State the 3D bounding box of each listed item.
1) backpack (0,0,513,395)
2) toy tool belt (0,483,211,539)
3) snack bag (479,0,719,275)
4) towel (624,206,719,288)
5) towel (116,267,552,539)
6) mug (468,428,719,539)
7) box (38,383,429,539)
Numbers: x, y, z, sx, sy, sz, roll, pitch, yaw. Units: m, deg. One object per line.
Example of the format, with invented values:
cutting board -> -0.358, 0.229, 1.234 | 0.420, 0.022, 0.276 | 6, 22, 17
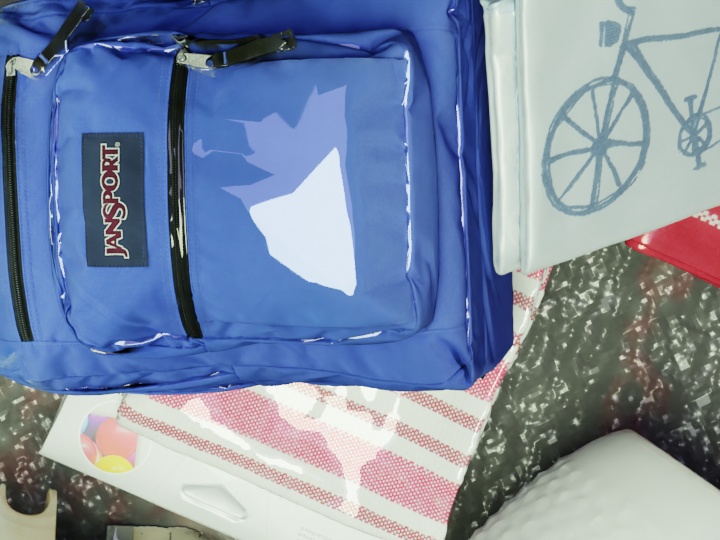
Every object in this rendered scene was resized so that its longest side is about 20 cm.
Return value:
backpack -> -0.056, -0.036, 0.772 | 0.199, 0.168, 0.164 | -1, 90, 14
toy tool belt -> -0.138, 0.149, 0.860 | 0.199, 0.123, 0.126 | 4, 82, -11
snack bag -> 0.118, -0.113, 0.781 | 0.188, 0.021, 0.201 | -19, 117, -32
towel -> 0.208, -0.070, 0.880 | 0.144, 0.022, 0.201 | 24, 97, -12
towel -> 0.000, 0.000, 0.864 | 0.146, 0.030, 0.201 | 22, 98, 1
mug -> 0.110, 0.172, 0.878 | 0.200, 0.148, 0.176 | 35, 90, -33
box -> -0.024, 0.013, 0.901 | 0.155, 0.041, 0.201 | 23, 96, 0
